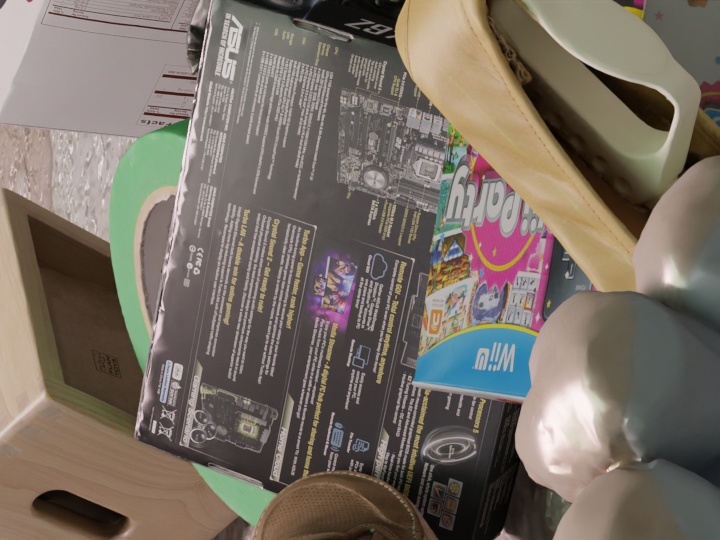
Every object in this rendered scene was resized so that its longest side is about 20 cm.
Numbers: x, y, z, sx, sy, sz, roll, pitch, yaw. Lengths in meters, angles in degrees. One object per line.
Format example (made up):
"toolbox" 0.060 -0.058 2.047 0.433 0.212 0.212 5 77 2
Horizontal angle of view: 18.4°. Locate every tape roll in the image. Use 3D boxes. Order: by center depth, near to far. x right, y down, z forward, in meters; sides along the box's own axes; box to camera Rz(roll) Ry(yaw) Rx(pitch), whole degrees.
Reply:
"tape roll" -0.049 0.024 1.042 0.200 0.048 0.201 39 141 41

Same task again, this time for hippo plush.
"hippo plush" 0.129 0.066 0.571 0.159 0.200 0.161 46 162 27

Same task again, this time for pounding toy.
"pounding toy" -0.153 0.098 1.219 0.142 0.200 0.184 -41 44 21

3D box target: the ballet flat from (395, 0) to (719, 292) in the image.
"ballet flat" 0.089 -0.021 0.634 0.200 0.069 0.063 44 145 6

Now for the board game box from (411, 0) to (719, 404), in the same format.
"board game box" 0.085 -0.052 0.752 0.147 0.064 0.201 180 98 -70

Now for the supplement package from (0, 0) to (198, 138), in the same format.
"supplement package" -0.114 -0.205 1.189 0.200 0.147 0.192 122 143 -47

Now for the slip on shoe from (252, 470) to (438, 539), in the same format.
"slip on shoe" -0.010 0.118 0.812 0.076 0.061 0.200 -40 24 6

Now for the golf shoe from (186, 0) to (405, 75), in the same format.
"golf shoe" -0.001 -0.156 0.959 0.200 0.077 0.088 -49 20 4

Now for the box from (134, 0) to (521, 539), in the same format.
"box" 0.000 0.000 0.904 0.160 0.044 0.201 18 110 20
